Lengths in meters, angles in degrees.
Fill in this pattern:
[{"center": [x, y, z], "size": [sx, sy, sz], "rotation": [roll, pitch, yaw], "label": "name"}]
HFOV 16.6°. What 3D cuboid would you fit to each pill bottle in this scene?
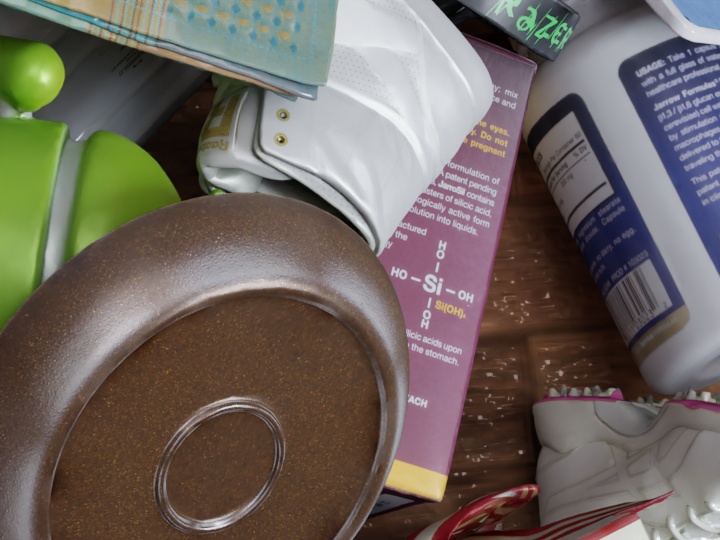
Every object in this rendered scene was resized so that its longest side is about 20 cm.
[{"center": [0.140, -0.055, 1.132], "size": [0.111, 0.111, 0.201], "rotation": [-19, 74, -23], "label": "pill bottle"}]

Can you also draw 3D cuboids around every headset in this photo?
[{"center": [0.019, -0.163, 1.091], "size": [0.123, 0.200, 0.094], "rotation": [23, 100, -56], "label": "headset"}]

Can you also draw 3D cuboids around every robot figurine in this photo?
[{"center": [-0.154, -0.003, 0.944], "size": [0.199, 0.116, 0.177], "rotation": [6, 97, -3], "label": "robot figurine"}]

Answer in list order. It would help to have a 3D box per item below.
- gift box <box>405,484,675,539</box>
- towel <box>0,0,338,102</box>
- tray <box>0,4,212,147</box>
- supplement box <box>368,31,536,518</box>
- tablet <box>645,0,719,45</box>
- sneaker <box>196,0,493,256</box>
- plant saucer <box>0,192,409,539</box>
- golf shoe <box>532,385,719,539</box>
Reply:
[{"center": [0.056, 0.196, 1.017], "size": [0.184, 0.200, 0.187], "rotation": [-24, 87, -28], "label": "gift box"}, {"center": [-0.093, -0.158, 0.910], "size": [0.199, 0.022, 0.147], "rotation": [16, 76, -20], "label": "towel"}, {"center": [-0.104, -0.097, 1.074], "size": [0.200, 0.022, 0.108], "rotation": [-48, 134, -22], "label": "tray"}, {"center": [0.000, 0.000, 1.077], "size": [0.085, 0.110, 0.201], "rotation": [18, 74, -17], "label": "supplement box"}, {"center": [0.171, -0.143, 1.149], "size": [0.199, 0.014, 0.130], "rotation": [1, 47, -48], "label": "tablet"}, {"center": [-0.041, -0.094, 0.963], "size": [0.200, 0.074, 0.116], "rotation": [44, 55, -15], "label": "sneaker"}, {"center": [-0.059, 0.068, 0.928], "size": [0.199, 0.032, 0.201], "rotation": [-17, 123, -28], "label": "plant saucer"}, {"center": [0.142, 0.098, 1.068], "size": [0.075, 0.200, 0.092], "rotation": [13, 82, -26], "label": "golf shoe"}]
